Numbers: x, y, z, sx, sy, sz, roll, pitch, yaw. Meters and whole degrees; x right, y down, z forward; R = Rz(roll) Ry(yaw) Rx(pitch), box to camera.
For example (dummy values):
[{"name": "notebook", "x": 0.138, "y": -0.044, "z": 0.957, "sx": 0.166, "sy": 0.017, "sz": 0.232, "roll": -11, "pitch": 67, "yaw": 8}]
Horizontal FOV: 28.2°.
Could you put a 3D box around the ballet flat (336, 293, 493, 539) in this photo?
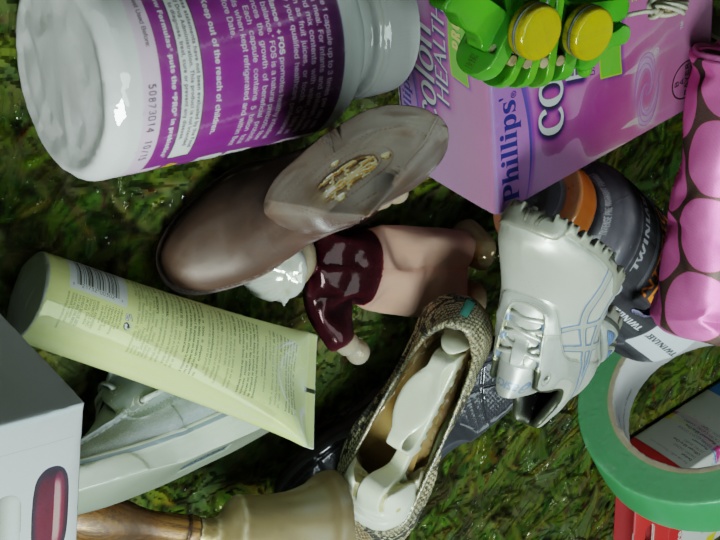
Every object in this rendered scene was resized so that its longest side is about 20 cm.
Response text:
[{"name": "ballet flat", "x": 0.027, "y": 0.109, "z": 0.935, "sx": 0.201, "sy": 0.067, "sz": 0.075, "roll": -66, "pitch": 173, "yaw": 16}]

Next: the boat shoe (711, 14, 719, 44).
[{"name": "boat shoe", "x": 0.310, "y": -0.126, "z": 1.127, "sx": 0.199, "sy": 0.072, "sz": 0.068, "roll": 29, "pitch": 99, "yaw": -38}]

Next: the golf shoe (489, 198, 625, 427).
[{"name": "golf shoe", "x": 0.118, "y": 0.036, "z": 0.909, "sx": 0.098, "sy": 0.078, "sz": 0.200, "roll": -58, "pitch": 150, "yaw": -19}]

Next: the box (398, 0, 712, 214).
[{"name": "box", "x": 0.124, "y": -0.165, "z": 0.909, "sx": 0.199, "sy": 0.096, "sz": 0.177, "roll": -28, "pitch": 131, "yaw": -26}]

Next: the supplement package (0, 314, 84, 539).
[{"name": "supplement package", "x": -0.256, "y": 0.094, "z": 0.682, "sx": 0.199, "sy": 0.155, "sz": 0.112, "roll": -13, "pitch": 122, "yaw": -36}]

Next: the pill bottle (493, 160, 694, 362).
[{"name": "pill bottle", "x": 0.174, "y": -0.012, "z": 1.041, "sx": 0.199, "sy": 0.106, "sz": 0.107, "roll": 31, "pitch": 93, "yaw": -47}]

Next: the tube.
[{"name": "tube", "x": -0.105, "y": 0.045, "z": 0.831, "sx": 0.199, "sy": 0.052, "sz": 0.058, "roll": 21, "pitch": 96, "yaw": -33}]

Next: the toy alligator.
[{"name": "toy alligator", "x": 0.113, "y": -0.130, "z": 0.805, "sx": 0.199, "sy": 0.059, "sz": 0.055, "roll": -6, "pitch": 119, "yaw": -39}]

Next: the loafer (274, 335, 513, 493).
[{"name": "loafer", "x": 0.025, "y": 0.112, "z": 1.015, "sx": 0.199, "sy": 0.063, "sz": 0.072, "roll": -33, "pitch": 115, "yaw": 0}]

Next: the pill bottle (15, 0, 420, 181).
[{"name": "pill bottle", "x": -0.069, "y": -0.118, "z": 0.752, "sx": 0.199, "sy": 0.112, "sz": 0.113, "roll": -16, "pitch": 125, "yaw": -34}]

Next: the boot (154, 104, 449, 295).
[{"name": "boot", "x": -0.040, "y": -0.033, "z": 0.756, "sx": 0.185, "sy": 0.200, "sz": 0.065, "roll": -31, "pitch": 96, "yaw": 4}]

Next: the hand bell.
[{"name": "hand bell", "x": -0.113, "y": 0.163, "z": 0.900, "sx": 0.198, "sy": 0.104, "sz": 0.105, "roll": 13, "pitch": 107, "yaw": -24}]

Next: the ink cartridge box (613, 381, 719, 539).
[{"name": "ink cartridge box", "x": 0.295, "y": 0.192, "z": 1.303, "sx": 0.199, "sy": 0.067, "sz": 0.117, "roll": -26, "pitch": 129, "yaw": -29}]

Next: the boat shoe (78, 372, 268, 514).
[{"name": "boat shoe", "x": -0.126, "y": 0.090, "z": 0.867, "sx": 0.200, "sy": 0.072, "sz": 0.070, "roll": -20, "pitch": 166, "yaw": -38}]

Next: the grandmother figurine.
[{"name": "grandmother figurine", "x": 0.000, "y": 0.000, "z": 0.932, "sx": 0.199, "sy": 0.060, "sz": 0.123, "roll": 7, "pitch": 86, "yaw": -41}]

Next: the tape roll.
[{"name": "tape roll", "x": 0.273, "y": 0.105, "z": 1.132, "sx": 0.200, "sy": 0.200, "sz": 0.048, "roll": -45, "pitch": 137, "yaw": -11}]

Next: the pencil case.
[{"name": "pencil case", "x": 0.239, "y": -0.052, "z": 0.944, "sx": 0.090, "sy": 0.094, "sz": 0.202, "roll": 7, "pitch": 113, "yaw": 2}]
